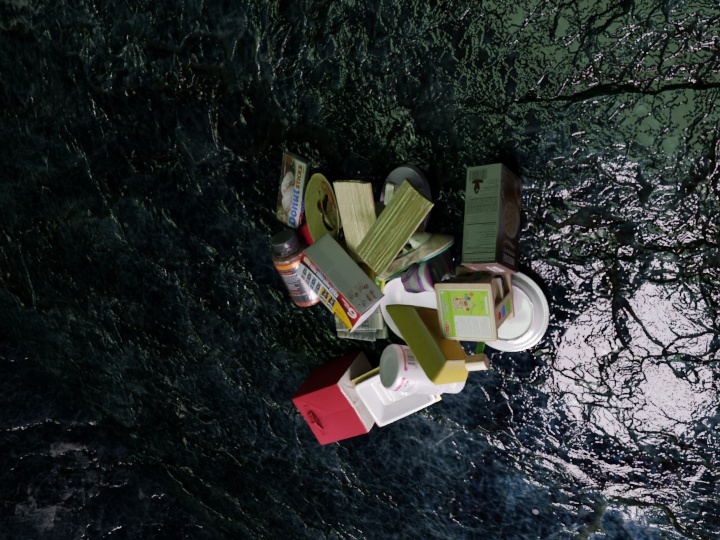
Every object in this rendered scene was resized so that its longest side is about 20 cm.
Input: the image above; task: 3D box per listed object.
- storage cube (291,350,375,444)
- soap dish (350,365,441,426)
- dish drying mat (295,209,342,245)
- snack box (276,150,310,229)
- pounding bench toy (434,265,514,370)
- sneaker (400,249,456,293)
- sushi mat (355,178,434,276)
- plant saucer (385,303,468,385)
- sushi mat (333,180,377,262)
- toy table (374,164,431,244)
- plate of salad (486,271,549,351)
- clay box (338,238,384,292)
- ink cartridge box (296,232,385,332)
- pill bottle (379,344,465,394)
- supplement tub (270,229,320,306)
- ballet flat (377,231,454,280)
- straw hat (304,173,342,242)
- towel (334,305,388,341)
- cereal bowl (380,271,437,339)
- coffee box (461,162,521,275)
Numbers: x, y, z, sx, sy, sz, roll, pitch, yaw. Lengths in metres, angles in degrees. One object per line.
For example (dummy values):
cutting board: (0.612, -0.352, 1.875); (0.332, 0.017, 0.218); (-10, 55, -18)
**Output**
storage cube: (-0.051, 0.359, 1.827); (0.179, 0.200, 0.172); (-25, 102, 35)
soap dish: (0.096, 0.314, 1.731); (0.199, 0.081, 0.158); (-29, 101, 19)
dish drying mat: (-0.115, -0.100, 1.694); (0.077, 0.018, 0.200); (50, 134, -4)
snack box: (-0.175, -0.205, 1.662); (0.072, 0.024, 0.201); (27, 130, 17)
pounding bench toy: (0.259, 0.100, 1.401); (0.124, 0.156, 0.201); (-1, 105, 30)
sneaker: (0.151, 0.002, 1.447); (0.088, 0.200, 0.081); (-21, 95, 31)
sushi mat: (0.070, -0.090, 1.371); (0.096, 0.012, 0.200); (48, 115, 28)
plant saucer: (0.161, 0.150, 1.410); (0.048, 0.200, 0.201); (-40, 67, 19)
sushi mat: (-0.002, -0.107, 1.443); (0.095, 0.012, 0.201); (7, 121, 34)
toy table: (0.083, -0.130, 1.469); (0.183, 0.117, 0.201); (11, 123, 29)
plate of salad: (0.335, 0.088, 1.475); (0.199, 0.048, 0.201); (11, 112, 28)
clay box: (0.000, 0.000, 1.595); (0.199, 0.047, 0.116); (23, 110, 45)
ink cartridge box: (-0.055, 0.039, 1.524); (0.200, 0.084, 0.176); (47, 156, 8)
pill bottle: (0.157, 0.250, 1.602); (0.199, 0.114, 0.114); (10, 138, -24)
supplement tub: (-0.166, -0.009, 1.704); (0.106, 0.107, 0.201); (1, 131, 34)
ballet flat: (0.107, -0.043, 1.384); (0.199, 0.068, 0.067); (-30, 103, 27)
straw hat: (-0.059, -0.144, 1.567); (0.201, 0.085, 0.202); (37, 133, 52)
towel: (-0.013, 0.086, 1.681); (0.192, 0.034, 0.201); (-4, 98, 45)
cereal bowl: (0.152, 0.085, 1.581); (0.199, 0.083, 0.201); (18, 128, 25)
coffee box: (0.266, -0.100, 1.295); (0.079, 0.114, 0.202); (-2, 79, 35)
